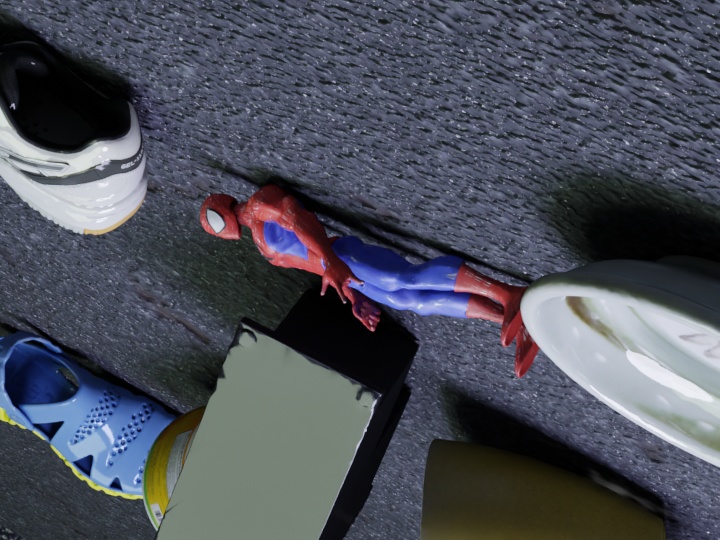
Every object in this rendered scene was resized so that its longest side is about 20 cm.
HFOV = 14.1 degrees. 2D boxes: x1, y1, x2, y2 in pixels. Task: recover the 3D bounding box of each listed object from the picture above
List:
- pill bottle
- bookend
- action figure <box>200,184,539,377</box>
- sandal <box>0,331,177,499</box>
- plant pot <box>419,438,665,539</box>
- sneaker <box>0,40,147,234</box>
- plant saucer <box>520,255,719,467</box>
[{"bbox_3d":[-0.075,0.141,1.996,0.111,0.112,0.200,32,164,-11],"label":"pill bottle"},{"bbox_3d":[-0.031,0.088,1.741,0.092,0.199,0.201,26,121,6],"label":"bookend"},{"bbox_3d":[0.000,0.000,1.540,0.199,0.052,0.065,24,168,24],"label":"action figure"},{"bbox_3d":[-0.212,0.107,2.203,0.199,0.080,0.087,26,161,5],"label":"sandal"},{"bbox_3d":[0.115,0.202,1.770,0.141,0.201,0.200,-1,159,7],"label":"plant pot"},{"bbox_3d":[-0.199,-0.100,1.556,0.199,0.076,0.088,24,148,7],"label":"sneaker"},{"bbox_3d":[0.172,0.041,1.354,0.199,0.050,0.200,27,165,8],"label":"plant saucer"}]
